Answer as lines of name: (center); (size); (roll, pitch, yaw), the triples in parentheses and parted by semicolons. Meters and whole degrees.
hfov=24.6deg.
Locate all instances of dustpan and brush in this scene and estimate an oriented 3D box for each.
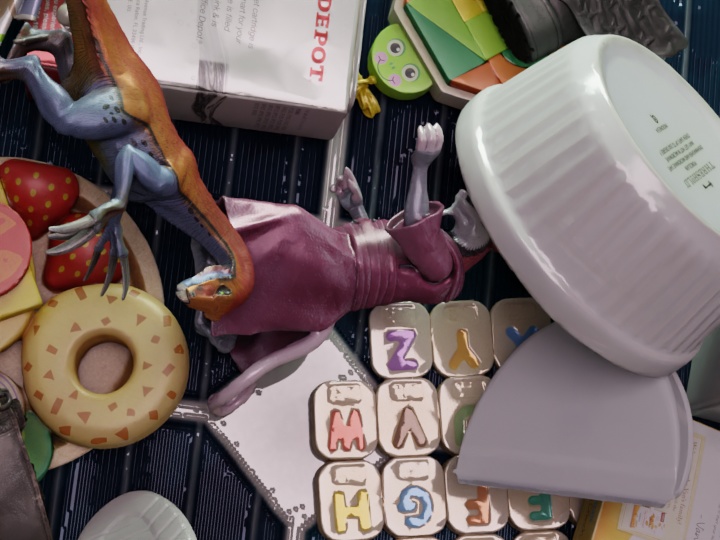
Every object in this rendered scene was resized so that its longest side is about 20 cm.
dustpan and brush: (0.146, 0.054, 1.013); (0.139, 0.057, 0.201); (4, 64, 23)

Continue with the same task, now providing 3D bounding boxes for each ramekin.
ramekin: (0.156, -0.047, 0.960); (0.094, 0.202, 0.203); (-41, 87, 29)

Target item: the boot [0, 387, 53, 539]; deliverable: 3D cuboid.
boot: (-0.269, 0.107, 0.907); (0.173, 0.069, 0.201); (-24, 95, -20)

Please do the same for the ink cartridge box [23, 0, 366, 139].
ink cartridge box: (-0.099, -0.169, 1.017); (0.199, 0.083, 0.148); (8, 79, -7)

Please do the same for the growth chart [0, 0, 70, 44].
growth chart: (-0.230, -0.195, 0.978); (0.199, 0.018, 0.146); (4, 80, 28)

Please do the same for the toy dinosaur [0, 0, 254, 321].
toy dinosaur: (-0.121, -0.063, 0.890); (0.181, 0.105, 0.201); (29, 107, -4)

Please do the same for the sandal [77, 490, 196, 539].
sandal: (-0.108, 0.201, 0.918); (0.082, 0.203, 0.050); (-32, 129, -7)

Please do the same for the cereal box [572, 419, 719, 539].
cereal box: (0.230, 0.181, 1.018); (0.199, 0.040, 0.144); (23, 71, -9)

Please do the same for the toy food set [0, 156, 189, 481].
toy food set: (-0.213, 0.029, 0.978); (0.197, 0.049, 0.201); (-20, 84, -13)

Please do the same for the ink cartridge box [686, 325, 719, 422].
ink cartridge box: (0.327, 0.036, 1.019); (0.199, 0.145, 0.146); (14, 77, -8)

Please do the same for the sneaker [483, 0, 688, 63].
sneaker: (0.120, -0.209, 1.037); (0.104, 0.060, 0.201); (-25, 90, -11)

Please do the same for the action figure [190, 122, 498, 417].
action figure: (0.000, 0.000, 0.977); (0.199, 0.134, 0.150); (-5, 81, -8)

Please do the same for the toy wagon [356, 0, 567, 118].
toy wagon: (0.082, -0.161, 1.069); (0.199, 0.040, 0.156); (-29, 85, -14)

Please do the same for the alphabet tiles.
alphabet tiles: (0.069, 0.114, 1.027); (0.199, 0.015, 0.197); (-1, 80, -10)
